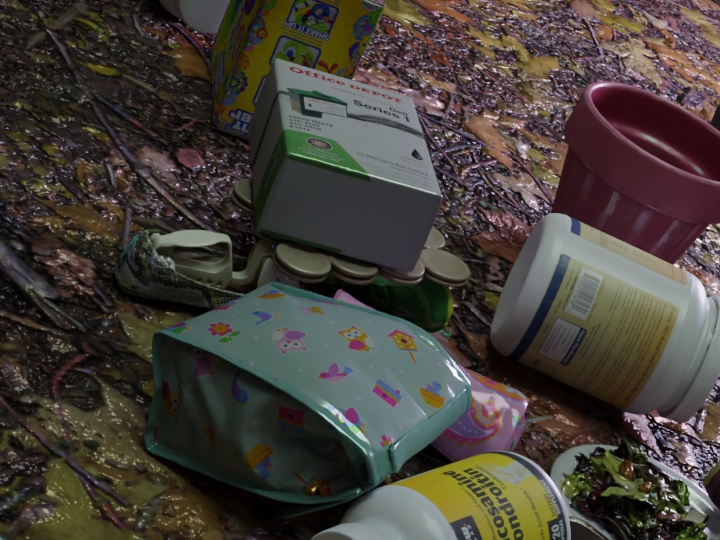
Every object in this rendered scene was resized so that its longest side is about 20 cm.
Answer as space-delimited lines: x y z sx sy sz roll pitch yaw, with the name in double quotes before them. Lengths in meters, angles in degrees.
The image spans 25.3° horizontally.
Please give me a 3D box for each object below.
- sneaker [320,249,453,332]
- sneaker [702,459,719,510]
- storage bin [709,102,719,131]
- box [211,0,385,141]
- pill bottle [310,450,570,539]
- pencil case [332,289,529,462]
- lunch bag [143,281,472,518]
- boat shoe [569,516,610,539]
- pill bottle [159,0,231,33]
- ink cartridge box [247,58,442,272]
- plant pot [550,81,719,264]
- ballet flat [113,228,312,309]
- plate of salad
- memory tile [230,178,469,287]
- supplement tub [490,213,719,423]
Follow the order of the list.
"sneaker" 0.000 0.000 1.482 0.199 0.075 0.083 36 43 24
"sneaker" 0.388 0.223 1.390 0.199 0.075 0.090 25 25 -21
"storage bin" 0.578 -0.192 2.227 0.199 0.146 0.134 37 57 19
"box" -0.072 -0.258 1.715 0.121 0.194 0.201 17 28 -16
"pill bottle" 0.052 0.200 1.130 0.199 0.113 0.112 -10 44 -48
"pencil case" 0.042 0.097 1.333 0.199 0.088 0.087 29 28 7
"lunch bag" -0.033 0.098 1.194 0.199 0.123 0.170 18 23 25
"boat shoe" 0.202 0.251 1.204 0.070 0.071 0.200 -15 43 -26
"pill bottle" -0.196 -0.360 1.871 0.110 0.111 0.201 9 32 -28
"ink cartridge box" -0.019 -0.097 1.425 0.145 0.085 0.201 14 29 -15
"plant pot" 0.291 -0.075 1.721 0.198 0.180 0.201 19 28 -11
"ballet flat" -0.109 0.004 1.375 0.199 0.072 0.072 13 30 -24
"plate of salad" 0.253 0.208 1.353 0.198 0.048 0.201 19 29 -11
"memory tile" -0.009 -0.032 1.425 0.198 0.017 0.154 2 33 -33
"supplement tub" 0.236 0.048 1.506 0.199 0.145 0.145 25 28 -2
